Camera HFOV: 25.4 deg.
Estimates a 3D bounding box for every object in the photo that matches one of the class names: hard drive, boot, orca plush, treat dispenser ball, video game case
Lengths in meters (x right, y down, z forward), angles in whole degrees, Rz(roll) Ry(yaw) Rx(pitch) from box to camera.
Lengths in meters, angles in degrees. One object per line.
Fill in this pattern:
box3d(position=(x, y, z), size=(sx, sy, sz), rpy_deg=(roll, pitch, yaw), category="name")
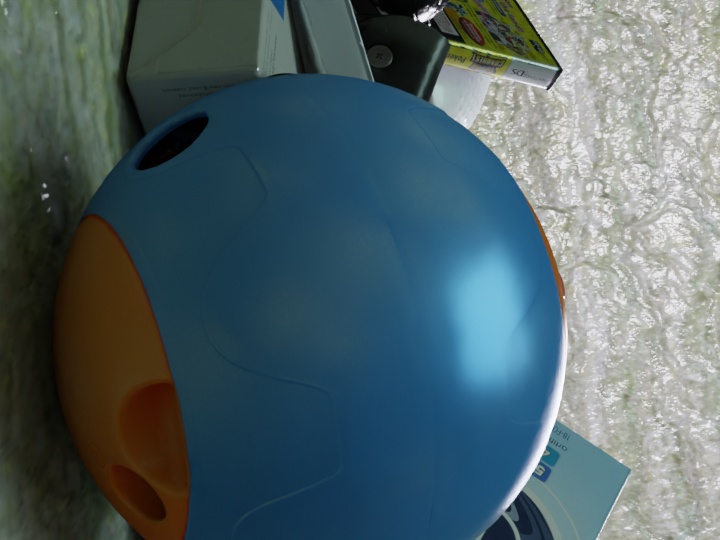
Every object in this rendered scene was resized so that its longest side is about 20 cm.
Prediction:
box3d(position=(-0.038, -0.152, 0.927), size=(0.200, 0.027, 0.133), rpy_deg=(-128, -162, -65), category="hard drive")
box3d(position=(0.026, -0.072, 1.048), size=(0.066, 0.164, 0.201), rpy_deg=(103, 3, -56), category="boot")
box3d(position=(0.026, -0.200, 1.165), size=(0.200, 0.105, 0.072), rpy_deg=(-139, -145, -65), category="orca plush")
box3d(position=(-0.019, 0.026, 0.623), size=(0.201, 0.199, 0.203), rpy_deg=(-4, 90, -83), category="treat dispenser ball")
box3d(position=(0.056, -0.235, 1.328), size=(0.026, 0.180, 0.201), rpy_deg=(-56, -137, 32), category="video game case")

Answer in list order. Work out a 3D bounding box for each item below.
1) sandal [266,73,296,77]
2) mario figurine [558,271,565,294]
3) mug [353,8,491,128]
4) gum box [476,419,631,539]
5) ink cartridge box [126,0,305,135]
box3d(position=(-0.058, -0.003, 0.787), size=(0.075, 0.045, 0.201), rpy_deg=(-10, 119, -44), category="sandal")
box3d(position=(0.042, 0.029, 1.104), size=(0.106, 0.198, 0.124), rpy_deg=(76, 12, -49), category="mario figurine")
box3d(position=(0.018, -0.183, 1.367), size=(0.201, 0.147, 0.175), rpy_deg=(56, 20, -11), category="mug")
box3d(position=(0.022, 0.121, 0.777), size=(0.200, 0.169, 0.045), rpy_deg=(-50, 171, -49), category="gum box")
box3d(position=(-0.064, -0.072, 0.849), size=(0.201, 0.067, 0.117), rpy_deg=(78, 11, -51), category="ink cartridge box")
